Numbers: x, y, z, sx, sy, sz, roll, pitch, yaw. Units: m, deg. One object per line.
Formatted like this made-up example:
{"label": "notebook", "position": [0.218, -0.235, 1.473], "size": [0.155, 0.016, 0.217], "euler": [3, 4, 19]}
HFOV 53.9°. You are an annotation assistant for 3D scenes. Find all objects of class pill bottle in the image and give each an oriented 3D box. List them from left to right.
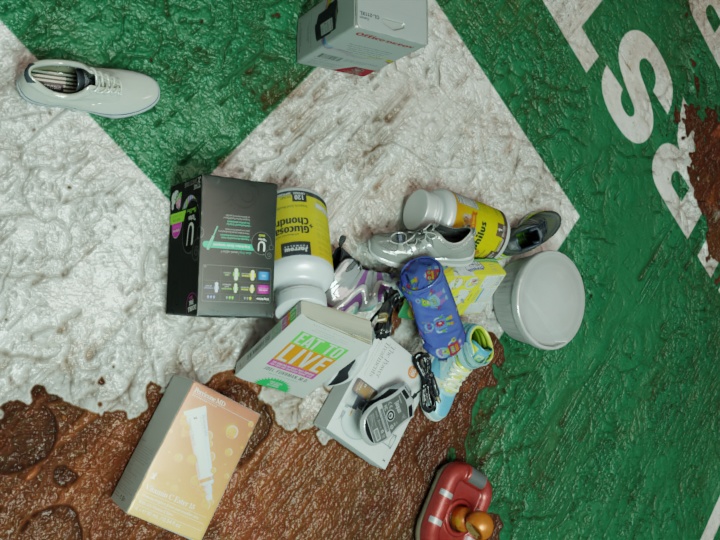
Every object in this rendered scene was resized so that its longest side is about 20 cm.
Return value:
{"label": "pill bottle", "position": [-0.100, -0.023, 1.120], "size": [0.111, 0.112, 0.202], "euler": [13, 53, -31]}
{"label": "pill bottle", "position": [0.181, -0.089, 1.345], "size": [0.198, 0.109, 0.110], "euler": [16, 80, -31]}

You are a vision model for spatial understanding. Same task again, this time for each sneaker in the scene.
{"label": "sneaker", "position": [-0.382, -0.260, 1.016], "size": [0.198, 0.071, 0.074], "euler": [-8, 92, -32]}
{"label": "sneaker", "position": [0.000, 0.000, 1.245], "size": [0.199, 0.077, 0.141], "euler": [-26, 102, -31]}
{"label": "sneaker", "position": [0.110, -0.056, 1.246], "size": [0.198, 0.083, 0.075], "euler": [-1, 44, -12]}
{"label": "sneaker", "position": [0.182, 0.186, 1.321], "size": [0.079, 0.130, 0.202], "euler": [18, 78, -32]}
{"label": "sneaker", "position": [0.359, -0.074, 1.474], "size": [0.199, 0.081, 0.075], "euler": [-28, 103, -30]}

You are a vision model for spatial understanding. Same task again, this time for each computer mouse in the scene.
{"label": "computer mouse", "position": [0.003, 0.125, 1.181], "size": [0.044, 0.200, 0.110], "euler": [31, 30, -12]}
{"label": "computer mouse", "position": [0.061, 0.231, 1.238], "size": [0.199, 0.044, 0.111], "euler": [-26, 107, -37]}

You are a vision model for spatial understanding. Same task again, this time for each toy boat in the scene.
{"label": "toy boat", "position": [0.193, 0.466, 1.315], "size": [0.130, 0.130, 0.201], "euler": [34, 71, -26]}

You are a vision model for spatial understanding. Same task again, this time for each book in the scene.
{"label": "book", "position": [-0.092, 0.127, 1.118], "size": [0.133, 0.200, 0.048], "euler": [22, 44, -29]}

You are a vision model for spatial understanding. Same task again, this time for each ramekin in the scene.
{"label": "ramekin", "position": [0.363, 0.061, 1.464], "size": [0.201, 0.094, 0.205], "euler": [2, 87, -33]}

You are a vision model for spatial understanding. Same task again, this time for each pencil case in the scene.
{"label": "pencil case", "position": [0.126, 0.069, 1.237], "size": [0.086, 0.078, 0.201], "euler": [-22, 130, 2]}

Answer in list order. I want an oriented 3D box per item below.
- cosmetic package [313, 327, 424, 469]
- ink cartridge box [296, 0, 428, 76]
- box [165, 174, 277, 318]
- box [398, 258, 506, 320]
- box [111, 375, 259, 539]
{"label": "cosmetic package", "position": [0.027, 0.228, 1.269], "size": [0.151, 0.051, 0.201], "euler": [40, 68, -28]}
{"label": "ink cartridge box", "position": [0.001, -0.403, 1.191], "size": [0.144, 0.199, 0.084], "euler": [3, 87, -32]}
{"label": "box", "position": [-0.211, -0.030, 1.069], "size": [0.123, 0.148, 0.202], "euler": [3, 87, -32]}
{"label": "box", "position": [0.165, 0.036, 1.329], "size": [0.198, 0.118, 0.049], "euler": [-4, 46, -34]}
{"label": "box", "position": [-0.259, 0.276, 1.055], "size": [0.124, 0.097, 0.201], "euler": [33, 71, -27]}
